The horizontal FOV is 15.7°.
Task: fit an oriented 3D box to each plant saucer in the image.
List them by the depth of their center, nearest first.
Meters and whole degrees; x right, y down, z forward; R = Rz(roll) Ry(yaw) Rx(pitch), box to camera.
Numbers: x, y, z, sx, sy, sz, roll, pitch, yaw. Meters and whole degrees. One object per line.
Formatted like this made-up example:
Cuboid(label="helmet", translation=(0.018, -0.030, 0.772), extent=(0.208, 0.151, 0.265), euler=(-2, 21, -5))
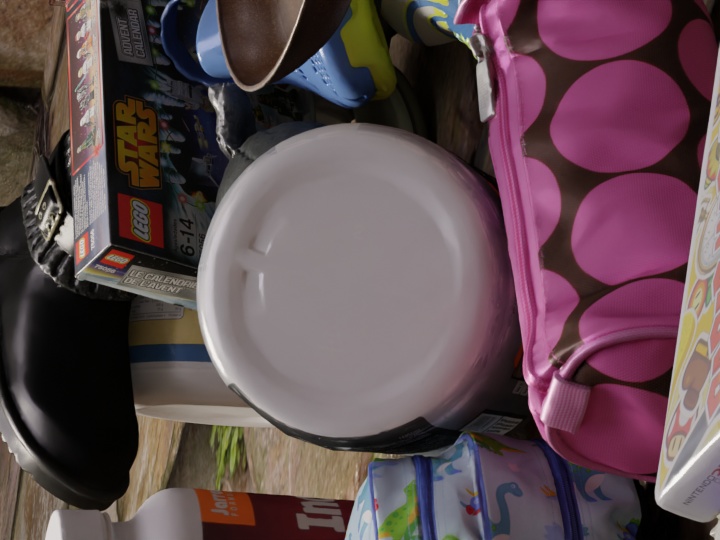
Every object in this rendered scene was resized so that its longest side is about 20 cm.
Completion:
Cuboid(label="plant saucer", translation=(-0.025, -0.176, 1.134), extent=(0.200, 0.032, 0.201), euler=(-175, 90, -72))

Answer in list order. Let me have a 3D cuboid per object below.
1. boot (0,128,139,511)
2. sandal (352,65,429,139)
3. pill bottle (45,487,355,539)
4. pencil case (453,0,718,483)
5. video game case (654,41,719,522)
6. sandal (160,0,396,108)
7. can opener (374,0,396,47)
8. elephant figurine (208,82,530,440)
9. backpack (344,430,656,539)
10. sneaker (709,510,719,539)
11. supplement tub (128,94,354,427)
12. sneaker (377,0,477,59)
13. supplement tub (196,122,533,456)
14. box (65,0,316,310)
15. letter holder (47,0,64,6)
Cuboid(label="boot", translation=(-0.138, 0.007, 1.417), extent=(0.158, 0.079, 0.211), euler=(-41, 55, 32))
Cuboid(label="sandal", translation=(0.002, -0.023, 1.399), extent=(0.080, 0.057, 0.201), euler=(125, 148, -65))
Cuboid(label="pill bottle", translation=(-0.047, 0.160, 1.222), extent=(0.113, 0.199, 0.113), euler=(-175, 90, -77))
Cuboid(label="pencil case", translation=(0.089, -0.023, 0.928), extent=(0.091, 0.093, 0.200), euler=(120, 152, -43))
Cuboid(label="video game case", translation=(0.140, -0.053, 0.743), extent=(0.182, 0.023, 0.200), euler=(122, 164, -54))
Cuboid(label="sandal", translation=(-0.043, -0.116, 1.305), extent=(0.200, 0.087, 0.080), euler=(-155, 47, -70))
Cuboid(label="can opener", translation=(0.018, -0.207, 1.402), extent=(0.063, 0.078, 0.200), euler=(-141, 68, -76))
Cuboid(label="elephant figurine", translation=(0.000, 0.000, 1.225), extent=(0.200, 0.155, 0.142), euler=(-120, 38, -78))
Cuboid(label="backpack", translation=(0.048, 0.150, 0.992), extent=(0.200, 0.153, 0.163), euler=(127, 155, -45))
Cuboid(label="sneaker", translation=(0.152, 0.086, 0.690), extent=(0.100, 0.069, 0.200), euler=(-57, 14, 23))
Cuboid(label="supplement tub", translation=(-0.068, -0.015, 1.511), extent=(0.145, 0.144, 0.201), euler=(148, 126, -74))
Cuboid(label="sneaker", translation=(0.053, -0.122, 1.176), extent=(0.200, 0.076, 0.105), euler=(127, 145, -66))
Cuboid(label="supplement tub", translation=(0.019, 0.013, 1.043), extent=(0.200, 0.122, 0.123), euler=(17, -104, -75))
Cuboid(label="box", translation=(-0.086, -0.072, 1.375), extent=(0.040, 0.137, 0.200), euler=(-39, 46, 43))
Cuboid(label="letter holder", translation=(-0.240, -0.372, 2.532), extent=(0.142, 0.100, 0.200), euler=(119, 153, -56))
